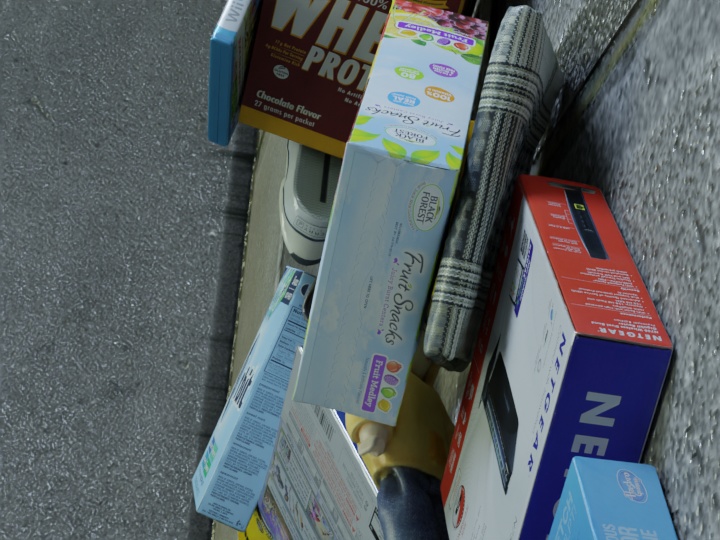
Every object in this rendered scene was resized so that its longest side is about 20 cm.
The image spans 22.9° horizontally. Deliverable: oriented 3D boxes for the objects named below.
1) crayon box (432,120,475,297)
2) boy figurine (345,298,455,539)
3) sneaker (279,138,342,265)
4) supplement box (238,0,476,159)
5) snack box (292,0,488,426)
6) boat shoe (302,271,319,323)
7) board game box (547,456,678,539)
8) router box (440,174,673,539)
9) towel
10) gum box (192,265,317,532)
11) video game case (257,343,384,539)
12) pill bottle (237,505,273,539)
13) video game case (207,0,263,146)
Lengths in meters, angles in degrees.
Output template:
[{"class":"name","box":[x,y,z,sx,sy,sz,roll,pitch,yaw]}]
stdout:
[{"class":"crayon box","box":[0.064,-0.023,1.211,0.200,0.050,0.128,129,148,-76]},{"class":"boy figurine","box":[0.037,0.107,1.090,0.064,0.124,0.201,-27,49,27]},{"class":"sneaker","box":[-0.031,-0.093,1.340,0.071,0.073,0.201,119,168,-50]},{"class":"supplement box","box":[0.018,-0.216,1.273,0.201,0.132,0.198,-68,-4,-45]},{"class":"snack box","box":[0.019,-0.038,1.025,0.200,0.067,0.170,-73,-4,-58]},{"class":"boat shoe","box":[0.000,0.000,1.253,0.200,0.057,0.067,114,163,-63]},{"class":"board game box","box":[0.098,0.207,0.774,0.153,0.040,0.201,-96,16,-60]},{"class":"router box","box":[0.093,0.078,0.909,0.180,0.048,0.201,-99,19,-64]},{"class":"towel","box":[0.078,-0.036,1.005,0.200,0.034,0.194,34,-110,-82]},{"class":"gum box","box":[-0.076,0.097,1.427,0.170,0.044,0.201,-165,100,-83]},{"class":"video game case","box":[-0.003,0.180,1.231,0.201,0.045,0.182,60,148,36]},{"class":"pill bottle","box":[-0.045,0.216,1.518,0.200,0.111,0.113,114,163,-63]},{"class":"video game case","box":[-0.066,-0.206,1.266,0.143,0.018,0.201,104,-174,-65]}]
